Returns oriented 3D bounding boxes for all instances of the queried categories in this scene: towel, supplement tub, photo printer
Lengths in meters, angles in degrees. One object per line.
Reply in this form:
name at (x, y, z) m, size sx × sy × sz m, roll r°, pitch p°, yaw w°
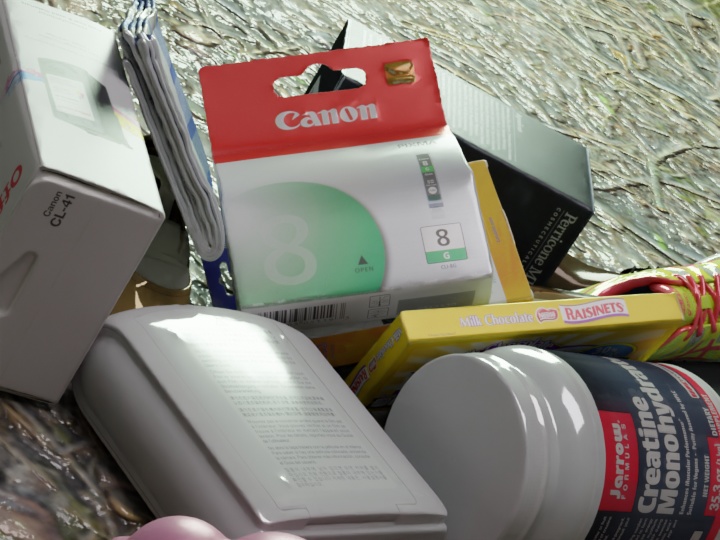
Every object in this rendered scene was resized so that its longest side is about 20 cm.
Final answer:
towel at (-0.115, -0.093, 1.519) m, size 0.200 × 0.024 × 0.148 m, roll -108°, pitch 178°, yaw -77°
supplement tub at (0.124, 0.120, 1.488) m, size 0.199 × 0.141 × 0.141 m, roll 8°, pitch 34°, yaw -43°
photo printer at (-0.064, 0.096, 1.393) m, size 0.166 × 0.070 × 0.200 m, roll 3°, pitch 37°, yaw -47°

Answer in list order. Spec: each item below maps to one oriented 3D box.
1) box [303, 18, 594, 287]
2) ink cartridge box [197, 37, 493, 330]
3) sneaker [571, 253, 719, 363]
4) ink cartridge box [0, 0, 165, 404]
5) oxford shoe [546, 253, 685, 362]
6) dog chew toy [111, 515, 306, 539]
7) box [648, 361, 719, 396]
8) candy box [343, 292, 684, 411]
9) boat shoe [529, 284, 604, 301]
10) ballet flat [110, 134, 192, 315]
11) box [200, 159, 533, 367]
box at (0.039, -0.051, 1.694) m, size 0.199 × 0.149 × 0.107 m, roll 27°, pitch 25°, yaw -12°
ink cartridge box at (-0.012, -0.063, 1.541) m, size 0.159 × 0.050 × 0.201 m, roll -7°, pitch 65°, yaw -7°
sneaker at (0.232, 0.031, 1.750) m, size 0.090 × 0.198 × 0.079 m, roll 128°, pitch -52°, yaw -79°
ink cartridge box at (-0.192, -0.044, 1.407) m, size 0.085 × 0.148 × 0.201 m, roll 18°, pitch 29°, yaw -28°
oxford shoe at (0.203, 0.021, 1.836) m, size 0.199 × 0.085 × 0.073 m, roll 32°, pitch 26°, yaw 1°
dog chew toy at (-0.039, 0.186, 1.206) m, size 0.199 × 0.125 × 0.125 m, roll 26°, pitch 24°, yaw 4°
box at (0.250, 0.117, 1.662) m, size 0.159 × 0.044 × 0.200 m, roll 2°, pitch 18°, yaw -35°
candy box at (0.095, 0.052, 1.529) m, size 0.198 × 0.102 × 0.027 m, roll -4°, pitch 61°, yaw -26°
boat shoe at (0.083, 0.039, 1.628) m, size 0.198 × 0.067 × 0.074 m, roll 9°, pitch 1°, yaw -1°
ballet flat at (-0.136, -0.022, 1.533) m, size 0.068 × 0.063 × 0.201 m, roll 21°, pitch 27°, yaw -22°
box at (0.000, 0.000, 1.567) m, size 0.198 × 0.042 × 0.120 m, roll -11°, pitch 53°, yaw -7°
